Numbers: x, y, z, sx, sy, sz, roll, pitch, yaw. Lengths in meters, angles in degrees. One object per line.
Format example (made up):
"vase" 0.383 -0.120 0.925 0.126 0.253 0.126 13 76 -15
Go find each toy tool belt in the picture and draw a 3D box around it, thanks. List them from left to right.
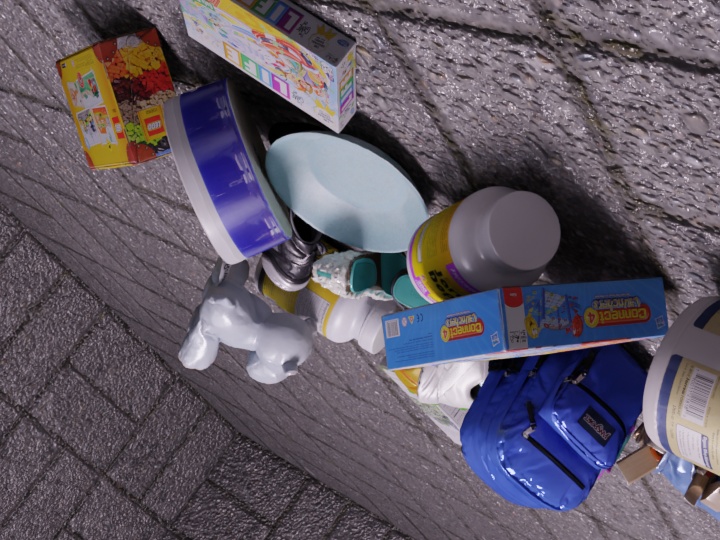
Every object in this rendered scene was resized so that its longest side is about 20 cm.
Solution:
"toy tool belt" 0.380 0.224 1.232 0.199 0.123 0.125 36 164 3

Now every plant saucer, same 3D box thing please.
"plant saucer" -0.009 -0.096 1.276 0.199 0.039 0.202 21 150 12

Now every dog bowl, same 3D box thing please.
"dog bowl" -0.150 -0.114 1.318 0.200 0.078 0.202 -21 -90 -87

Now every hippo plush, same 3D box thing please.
"hippo plush" -0.137 0.064 1.550 0.159 0.160 0.200 24 139 -10

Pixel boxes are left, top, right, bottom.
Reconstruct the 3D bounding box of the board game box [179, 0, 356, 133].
"board game box" -0.093 -0.230 1.143 0.199 0.034 0.135 34 164 12

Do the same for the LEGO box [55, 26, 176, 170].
"LEGO box" -0.300 -0.210 1.442 0.199 0.077 0.151 6 115 61

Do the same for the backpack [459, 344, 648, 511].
"backpack" 0.211 0.157 1.266 0.162 0.201 0.168 41 163 -12

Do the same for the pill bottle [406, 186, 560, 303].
"pill bottle" 0.121 -0.023 1.134 0.104 0.105 0.200 39 164 -7

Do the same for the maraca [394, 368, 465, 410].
"maraca" 0.103 0.127 1.553 0.136 0.108 0.201 10 144 24

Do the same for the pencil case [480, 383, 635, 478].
"pencil case" 0.243 0.177 1.458 0.199 0.085 0.093 33 147 16

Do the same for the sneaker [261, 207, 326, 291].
"sneaker" -0.109 -0.081 1.522 0.201 0.075 0.114 58 137 14

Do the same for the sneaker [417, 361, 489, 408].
"sneaker" 0.131 0.075 1.344 0.098 0.078 0.202 15 121 7

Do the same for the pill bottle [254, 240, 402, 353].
"pill bottle" -0.042 0.030 1.604 0.199 0.112 0.112 31 163 18

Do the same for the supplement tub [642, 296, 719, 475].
"supplement tub" 0.353 0.117 0.957 0.199 0.145 0.145 23 159 40

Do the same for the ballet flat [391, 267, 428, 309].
"ballet flat" 0.130 0.054 1.411 0.198 0.074 0.073 28 163 8

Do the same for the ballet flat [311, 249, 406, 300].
"ballet flat" 0.000 0.000 1.406 0.071 0.072 0.200 30 -171 23

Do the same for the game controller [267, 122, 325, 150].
"game controller" -0.028 -0.102 1.367 0.104 0.042 0.200 0 142 42

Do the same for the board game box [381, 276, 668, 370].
"board game box" 0.153 0.052 1.099 0.194 0.057 0.199 -3 172 -30

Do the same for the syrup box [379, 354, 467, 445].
"syrup box" 0.128 0.177 1.705 0.200 0.082 0.078 45 164 -26
